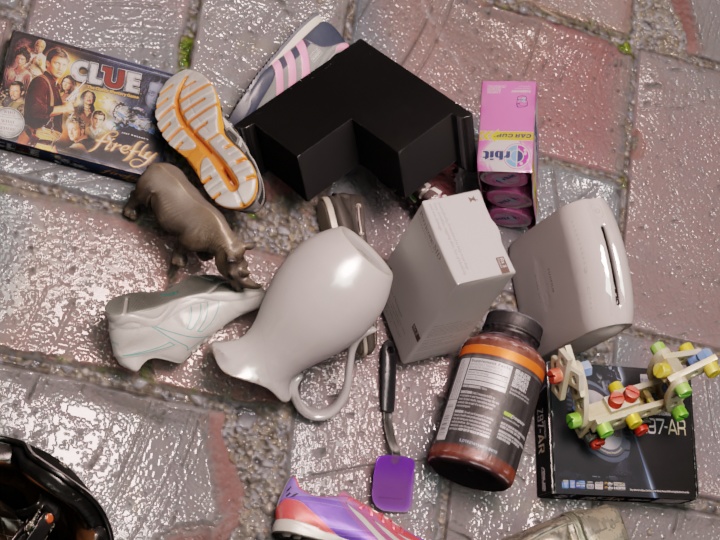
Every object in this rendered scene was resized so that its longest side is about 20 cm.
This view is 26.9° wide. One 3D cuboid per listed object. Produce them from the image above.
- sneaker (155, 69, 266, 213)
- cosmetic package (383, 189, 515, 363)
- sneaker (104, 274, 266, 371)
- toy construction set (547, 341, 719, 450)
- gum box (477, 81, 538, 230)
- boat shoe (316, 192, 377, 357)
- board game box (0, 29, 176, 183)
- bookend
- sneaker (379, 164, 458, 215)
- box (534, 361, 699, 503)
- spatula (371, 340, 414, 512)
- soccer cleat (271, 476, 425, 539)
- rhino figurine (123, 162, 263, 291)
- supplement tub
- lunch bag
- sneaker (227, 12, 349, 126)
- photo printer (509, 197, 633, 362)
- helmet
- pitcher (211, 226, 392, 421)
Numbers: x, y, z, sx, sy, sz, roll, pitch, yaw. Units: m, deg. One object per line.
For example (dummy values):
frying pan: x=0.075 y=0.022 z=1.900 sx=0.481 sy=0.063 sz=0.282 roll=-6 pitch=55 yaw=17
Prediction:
sneaker: x=-0.170 y=-0.142 z=1.718 sx=0.078 sy=0.077 sz=0.201 roll=-31 pitch=67 yaw=8
cosmetic package: x=0.092 y=0.010 z=1.715 sx=0.081 sy=0.200 sz=0.113 roll=-12 pitch=63 yaw=-23
sneaker: x=-0.196 y=0.056 z=1.694 sx=0.199 sy=0.070 sz=0.081 roll=-14 pitch=113 yaw=-33
toy construction set: x=0.309 y=0.140 z=1.751 sx=0.198 sy=0.131 sz=0.093 roll=0 pitch=54 yaw=-13
gum box: x=0.179 y=-0.133 z=1.806 sx=0.066 sy=0.200 sz=0.114 roll=1 pitch=72 yaw=9
boat shoe: x=0.000 y=0.000 z=1.771 sx=0.057 sy=0.067 sz=0.201 roll=-10 pitch=74 yaw=-17
board game box: x=-0.319 y=-0.186 z=1.733 sx=0.199 sy=0.035 sz=0.137 roll=14 pitch=70 yaw=-15
bookend: x=-0.003 y=-0.144 z=1.741 sx=0.198 sy=0.092 sz=0.200 roll=-37 pitch=54 yaw=-21
sneaker: x=0.112 y=-0.105 z=1.838 sx=0.115 sy=0.076 sz=0.200 roll=-39 pitch=89 yaw=-27
box: x=0.310 y=0.199 z=1.831 sx=0.198 sy=0.044 sz=0.162 roll=6 pitch=73 yaw=-17
spatula: x=0.035 y=0.179 z=1.753 sx=0.056 sy=0.021 sz=0.202 roll=8 pitch=69 yaw=-30
soccer cleat: x=0.001 y=0.287 z=1.688 sx=0.199 sy=0.068 sz=0.074 roll=15 pitch=66 yaw=-12
rhino figurine: x=-0.182 y=-0.044 z=1.682 sx=0.200 sy=0.088 sz=0.060 roll=41 pitch=47 yaw=18
supplement tub: x=0.154 y=0.149 z=1.758 sx=0.106 sy=0.107 sz=0.201 roll=25 pitch=67 yaw=-10
lunch bag: x=0.192 y=0.352 z=1.664 sx=0.167 sy=0.200 sz=0.140 roll=-5 pitch=73 yaw=-24
sneaker: x=-0.082 y=-0.221 z=1.806 sx=0.082 sy=0.070 sz=0.200 roll=39 pitch=68 yaw=-2
photo printer: x=0.252 y=0.012 z=1.781 sx=0.069 sy=0.200 sz=0.168 roll=-6 pitch=77 yaw=-20
helmet: x=-0.359 y=0.263 z=1.503 sx=0.199 sy=0.190 sz=0.202 roll=-11 pitch=105 yaw=-44
pitcher: x=-0.042 y=0.064 z=1.685 sx=0.171 sy=0.121 sz=0.200 roll=37 pitch=102 yaw=-27
